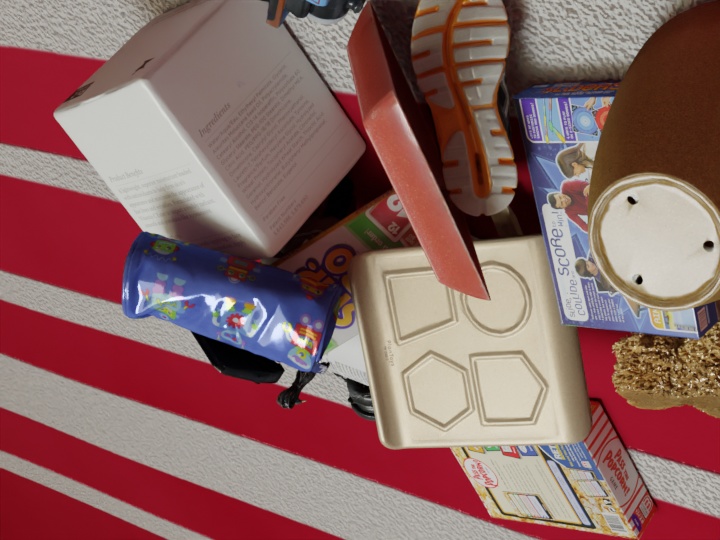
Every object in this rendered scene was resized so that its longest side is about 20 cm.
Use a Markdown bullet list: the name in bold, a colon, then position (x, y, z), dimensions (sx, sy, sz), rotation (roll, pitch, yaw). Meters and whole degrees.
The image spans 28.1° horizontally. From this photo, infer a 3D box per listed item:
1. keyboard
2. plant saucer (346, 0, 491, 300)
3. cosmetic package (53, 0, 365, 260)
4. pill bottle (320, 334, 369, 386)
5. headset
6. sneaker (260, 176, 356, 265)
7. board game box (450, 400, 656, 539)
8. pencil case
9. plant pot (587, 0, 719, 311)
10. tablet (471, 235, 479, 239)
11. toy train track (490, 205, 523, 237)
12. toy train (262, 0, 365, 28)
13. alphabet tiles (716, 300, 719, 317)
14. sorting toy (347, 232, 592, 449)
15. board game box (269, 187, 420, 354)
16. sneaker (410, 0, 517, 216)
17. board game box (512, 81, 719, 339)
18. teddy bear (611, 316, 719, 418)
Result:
- **keyboard**: position (-0.132, 0.056, 1.360), dimensions (0.040, 0.103, 0.200), rotation (-64, 36, 21)
- **plant saucer**: position (0.041, -0.095, 1.176), dimensions (0.036, 0.200, 0.201), rotation (-23, 120, 8)
- **cosmetic package**: position (-0.137, -0.129, 1.327), dimensions (0.164, 0.165, 0.201), rotation (-9, 124, 50)
- **pill bottle**: position (0.049, 0.065, 1.384), dimensions (0.198, 0.114, 0.114), rotation (18, 141, 31)
- **headset**: position (-0.006, 0.113, 1.541), dimensions (0.199, 0.094, 0.124), rotation (-5, 125, 50)
- **sneaker**: position (-0.052, -0.052, 1.423), dimensions (0.075, 0.116, 0.200), rotation (36, -173, -25)
- **board game box**: position (0.186, 0.198, 1.483), dimensions (0.199, 0.046, 0.152), rotation (0, 130, 47)
- **pencil case**: position (-0.114, 0.029, 1.268), dimensions (0.197, 0.078, 0.088), rotation (16, 124, 2)
- **plant pot**: position (0.228, -0.058, 0.949), dimensions (0.184, 0.200, 0.188), rotation (15, 123, 24)
- **tablet**: position (0.073, 0.020, 1.425), dimensions (0.129, 0.014, 0.201), rotation (27, 144, 23)
- **toy train track**: position (0.178, -0.015, 1.244), dimensions (0.199, 0.032, 0.116), rotation (-1, 119, 49)
- **toy train**: position (-0.037, -0.260, 1.070), dimensions (0.113, 0.087, 0.201), rotation (30, 148, 6)
- **alphabet tiles**: position (0.240, -0.033, 1.185), dimensions (0.194, 0.015, 0.201), rotation (12, 137, 38)
- **sorting toy**: position (0.097, 0.064, 1.269), dimensions (0.198, 0.036, 0.188), rotation (-6, 102, 25)
- **board game box**: position (0.000, 0.000, 1.321), dimensions (0.096, 0.199, 0.030), rotation (58, -174, -12)
- **sneaker**: position (0.083, -0.148, 1.147), dimensions (0.077, 0.077, 0.203), rotation (-4, 109, 7)
- **board game box**: position (0.201, -0.048, 1.138), dimensions (0.134, 0.034, 0.202), rotation (6, 118, 43)
- **teddy bear**: position (0.310, 0.080, 1.192), dimensions (0.144, 0.068, 0.199), rotation (28, 156, -37)
